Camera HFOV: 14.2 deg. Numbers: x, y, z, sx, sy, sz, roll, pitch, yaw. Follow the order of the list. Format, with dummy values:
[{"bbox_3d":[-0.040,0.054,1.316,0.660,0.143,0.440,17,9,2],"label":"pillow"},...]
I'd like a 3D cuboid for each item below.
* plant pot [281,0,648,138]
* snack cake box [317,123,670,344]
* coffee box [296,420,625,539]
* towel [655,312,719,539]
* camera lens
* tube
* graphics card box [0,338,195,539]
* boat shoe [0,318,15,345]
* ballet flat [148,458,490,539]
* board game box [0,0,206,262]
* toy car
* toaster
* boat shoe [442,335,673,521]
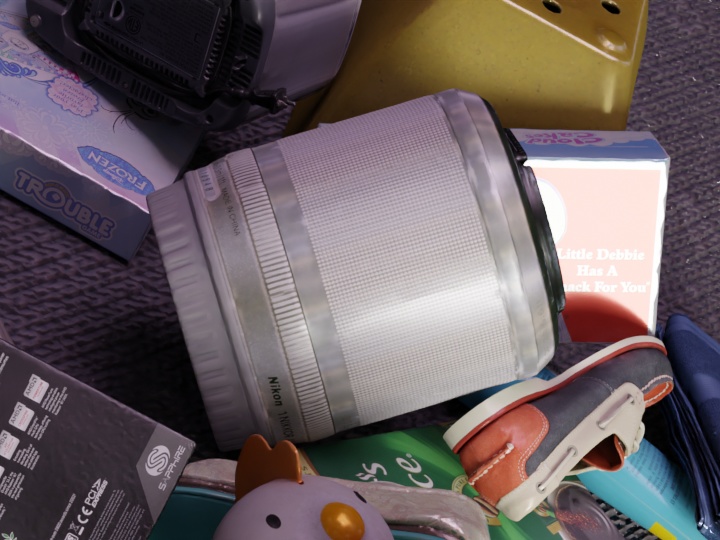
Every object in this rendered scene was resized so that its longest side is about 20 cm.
[{"bbox_3d":[0.076,-0.107,1.771,0.195,0.200,0.194,27,34,-5],"label":"plant pot"},{"bbox_3d":[0.072,-0.021,1.662,0.199,0.116,0.067,1,17,-5],"label":"snack cake box"},{"bbox_3d":[0.048,0.142,1.566,0.199,0.044,0.123,-5,48,-43],"label":"coffee box"},{"bbox_3d":[0.227,0.112,1.716,0.112,0.049,0.200,36,18,-27],"label":"towel"},{"bbox_3d":[0.000,0.000,1.540,0.199,0.160,0.160,-16,46,-3],"label":"camera lens"},{"bbox_3d":[0.150,0.112,1.689,0.200,0.050,0.077,36,30,-1],"label":"tube"},{"bbox_3d":[-0.193,0.092,1.372,0.199,0.051,0.126,27,77,-4],"label":"graphics card box"},{"bbox_3d":[-0.196,0.074,1.450,0.073,0.075,0.200,-27,67,-23],"label":"boat shoe"},{"bbox_3d":[-0.031,0.129,1.468,0.199,0.068,0.062,10,30,5],"label":"ballet flat"},{"bbox_3d":[-0.187,-0.116,1.712,0.199,0.043,0.199,30,33,-3],"label":"board game box"},{"bbox_3d":[-0.008,0.156,1.361,0.184,0.177,0.200,-16,65,-35],"label":"toy car"},{"bbox_3d":[-0.087,-0.159,1.690,0.200,0.114,0.129,29,27,24],"label":"toaster"},{"bbox_3d":[0.121,0.087,1.594,0.063,0.071,0.200,52,33,14],"label":"boat shoe"}]
